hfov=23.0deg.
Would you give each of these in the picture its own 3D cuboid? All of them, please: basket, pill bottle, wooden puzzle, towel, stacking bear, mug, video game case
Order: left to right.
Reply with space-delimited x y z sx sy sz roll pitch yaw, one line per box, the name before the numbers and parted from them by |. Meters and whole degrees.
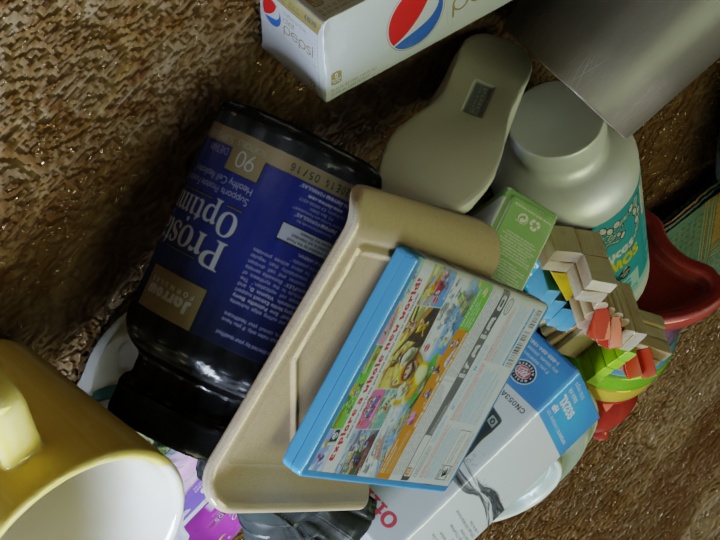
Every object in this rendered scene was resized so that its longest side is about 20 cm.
mug | -0.198 0.104 1.023 0.149 0.153 0.188 -9 131 -44
pill bottle | -0.074 0.010 1.069 0.112 0.111 0.202 24 90 -56
wooden puzzle | -0.005 0.049 1.056 0.185 0.037 0.201 11 107 -60
video game case | 0.039 0.066 1.085 0.144 0.018 0.200 -61 152 6
pill bottle | 0.155 -0.051 1.315 0.111 0.111 0.201 -39 146 -13
stacking bear | 0.215 0.064 1.517 0.113 0.121 0.201 -29 151 -29
basket | 0.198 -0.199 1.157 0.200 0.181 0.136 -48 138 9
towel | 0.316 -0.033 1.602 0.199 0.022 0.147 -35 147 -27

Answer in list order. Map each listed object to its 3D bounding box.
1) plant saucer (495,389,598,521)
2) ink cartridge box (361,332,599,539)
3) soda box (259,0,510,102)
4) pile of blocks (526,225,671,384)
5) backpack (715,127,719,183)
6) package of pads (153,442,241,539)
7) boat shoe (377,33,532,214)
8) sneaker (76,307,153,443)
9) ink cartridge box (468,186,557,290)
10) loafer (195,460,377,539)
plant saucer | 0.114 0.165 1.487 0.198 0.051 0.201 -15 145 -10
ink cartridge box | 0.058 0.120 1.349 0.200 0.145 0.084 -43 147 -7
soda box | 0.035 -0.183 1.071 0.199 0.068 0.064 -31 145 -24
pile of blocks | 0.169 0.042 1.293 0.082 0.063 0.200 -25 144 15
backpack | 0.395 -0.128 1.479 0.182 0.147 0.201 -23 137 -32
package of pads | -0.102 0.122 1.226 0.200 0.076 0.121 -47 143 -3
boat shoe | 0.056 -0.079 1.161 0.201 0.071 0.069 -68 178 -45
sneaker | -0.153 0.108 1.136 0.200 0.093 0.070 -48 148 0
ink cartridge box | 0.055 0.048 1.242 0.201 0.048 0.145 -63 -172 -16
loafer | -0.053 0.161 1.191 0.071 0.068 0.200 -58 149 -2
